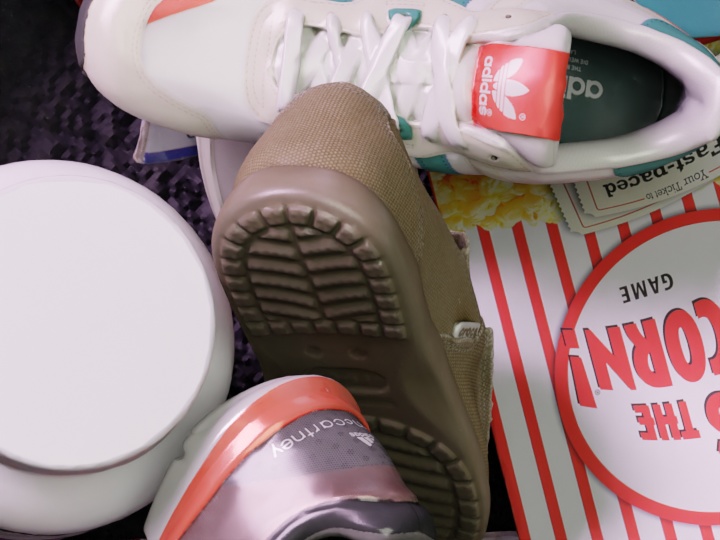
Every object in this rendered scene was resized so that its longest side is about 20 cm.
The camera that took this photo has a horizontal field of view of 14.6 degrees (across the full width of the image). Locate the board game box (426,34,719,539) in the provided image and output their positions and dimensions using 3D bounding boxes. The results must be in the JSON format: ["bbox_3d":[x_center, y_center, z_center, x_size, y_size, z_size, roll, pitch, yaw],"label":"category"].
[{"bbox_3d":[0.111,0.012,0.910,0.151,0.046,0.200,-18,68,10],"label":"board game box"}]

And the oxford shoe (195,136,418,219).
[{"bbox_3d":[0.000,0.000,0.918,0.075,0.058,0.200,-26,118,-21],"label":"oxford shoe"}]

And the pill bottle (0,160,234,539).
[{"bbox_3d":[-0.099,0.026,0.864,0.111,0.200,0.112,2,82,-12],"label":"pill bottle"}]

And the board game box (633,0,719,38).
[{"bbox_3d":[0.087,-0.195,0.876,0.200,0.047,0.151,45,62,-30],"label":"board game box"}]

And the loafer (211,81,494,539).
[{"bbox_3d":[0.006,0.020,0.842,0.076,0.200,0.068,10,56,13],"label":"loafer"}]

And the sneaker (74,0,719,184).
[{"bbox_3d":[0.019,-0.065,0.839,0.199,0.093,0.070,7,96,-19],"label":"sneaker"}]

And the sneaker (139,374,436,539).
[{"bbox_3d":[-0.045,0.129,0.795,0.077,0.082,0.200,10,114,-46],"label":"sneaker"}]

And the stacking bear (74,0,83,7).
[{"bbox_3d":[-0.052,-0.180,0.952,0.114,0.121,0.200,21,87,-10],"label":"stacking bear"}]

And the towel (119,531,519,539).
[{"bbox_3d":[-0.013,0.159,0.944,0.200,0.023,0.144,0,99,-11],"label":"towel"}]

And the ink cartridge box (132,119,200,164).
[{"bbox_3d":[0.007,-0.144,0.920,0.199,0.041,0.200,-13,125,-40],"label":"ink cartridge box"}]
